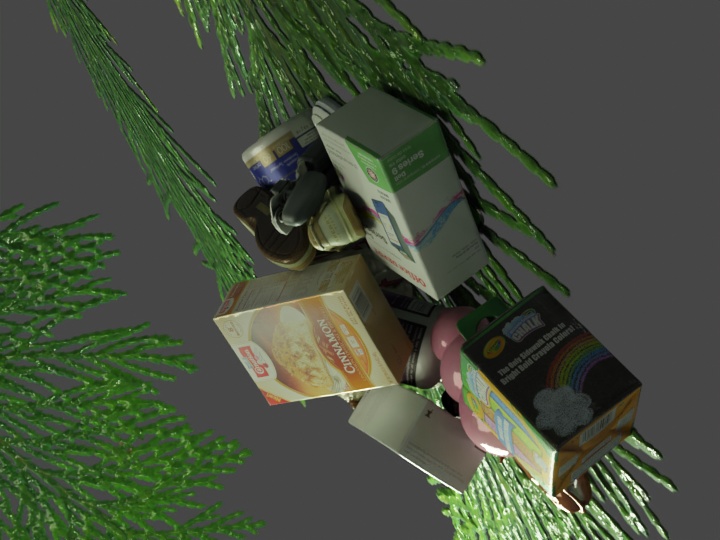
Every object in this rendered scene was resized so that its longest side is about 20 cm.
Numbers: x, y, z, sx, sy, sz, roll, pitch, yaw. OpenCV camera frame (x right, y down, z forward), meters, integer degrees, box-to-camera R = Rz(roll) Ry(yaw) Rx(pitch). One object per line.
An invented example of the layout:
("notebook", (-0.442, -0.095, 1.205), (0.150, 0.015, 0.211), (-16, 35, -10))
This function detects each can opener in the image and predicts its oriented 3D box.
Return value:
("can opener", (-0.037, -0.117, 1.338), (0.066, 0.200, 0.054), (10, 138, 36))

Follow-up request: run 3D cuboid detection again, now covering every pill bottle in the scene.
("pill bottle", (-0.060, -0.104, 1.544), (0.201, 0.119, 0.120), (56, 165, -5))
("pill bottle", (0.049, 0.089, 1.515), (0.198, 0.113, 0.113), (16, 151, 16))

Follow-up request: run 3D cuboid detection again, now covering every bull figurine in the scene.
("bull figurine", (0.224, 0.227, 1.465), (0.200, 0.065, 0.122), (40, 157, 47))

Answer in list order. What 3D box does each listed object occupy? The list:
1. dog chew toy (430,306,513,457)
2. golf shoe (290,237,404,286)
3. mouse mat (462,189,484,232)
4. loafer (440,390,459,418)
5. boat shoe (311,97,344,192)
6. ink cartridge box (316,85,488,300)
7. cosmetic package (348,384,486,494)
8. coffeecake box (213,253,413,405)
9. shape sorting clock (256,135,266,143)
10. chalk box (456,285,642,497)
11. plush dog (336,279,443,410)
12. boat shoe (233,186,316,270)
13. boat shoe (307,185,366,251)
("dog chew toy", (0.154, 0.125, 1.383), (0.201, 0.124, 0.125), (56, 167, 33))
("golf shoe", (0.000, 0.000, 1.453), (0.198, 0.092, 0.073), (-14, 116, 26))
("mouse mat", (0.083, -0.084, 1.363), (0.161, 0.007, 0.200), (52, 166, 14))
("loafer", (0.138, 0.169, 1.545), (0.062, 0.073, 0.200), (14, 180, -8))
("boat shoe", (-0.016, -0.132, 1.440), (0.201, 0.066, 0.074), (54, 165, 22))
("ink cartridge box", (0.049, -0.086, 1.284), (0.145, 0.087, 0.201), (37, 158, 52))
("cosmetic package", (0.074, 0.208, 1.483), (0.112, 0.082, 0.200), (34, 175, -16))
("coffeecake box", (-0.059, 0.078, 1.429), (0.198, 0.073, 0.154), (-13, 123, 31))
("shape sorting clock", (-0.105, -0.122, 1.800), (0.200, 0.039, 0.201), (51, 160, 25))
("chalk box", (0.187, 0.115, 1.236), (0.200, 0.124, 0.124), (48, 163, 31))
("plush dog", (0.018, 0.112, 1.653), (0.201, 0.171, 0.160), (55, 165, -2))
("boat shoe", (-0.095, -0.044, 1.459), (0.076, 0.072, 0.200), (51, 180, -34))
("boat shoe", (-0.038, -0.054, 1.368), (0.074, 0.063, 0.201), (63, 177, -9))
